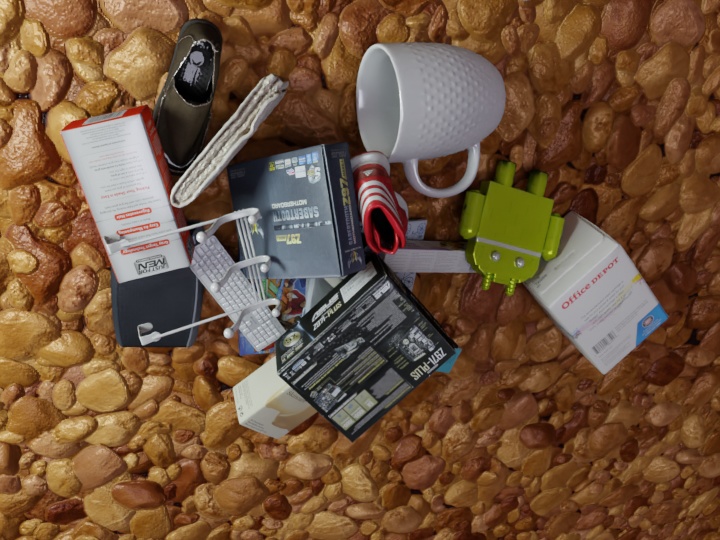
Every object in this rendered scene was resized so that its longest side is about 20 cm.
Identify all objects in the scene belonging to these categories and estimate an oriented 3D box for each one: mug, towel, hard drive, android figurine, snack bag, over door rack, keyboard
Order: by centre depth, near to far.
[{"bbox_3d":[-0.209,0.015,0.786,0.195,0.067,0.151,-12,117,-5],"label":"over door rack"},{"bbox_3d":[-0.163,-0.168,0.795,0.034,0.133,0.200,40,101,-13],"label":"towel"},{"bbox_3d":[0.102,-0.201,0.836,0.172,0.147,0.205,-9,95,-21],"label":"mug"},{"bbox_3d":[-0.295,0.024,0.905,0.132,0.042,0.204,2,115,-17],"label":"hard drive"},{"bbox_3d":[-0.183,0.038,0.917,0.056,0.011,0.202,-34,121,-4],"label":"keyboard"},{"bbox_3d":[0.005,0.007,0.972,0.196,0.021,0.192,-2,117,-30],"label":"snack bag"},{"bbox_3d":[0.236,-0.064,0.978,0.178,0.041,0.205,14,91,-18],"label":"android figurine"}]

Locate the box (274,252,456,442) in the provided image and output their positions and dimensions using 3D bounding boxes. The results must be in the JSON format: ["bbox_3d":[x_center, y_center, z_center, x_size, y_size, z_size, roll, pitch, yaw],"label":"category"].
[{"bbox_3d":[0.004,0.108,0.866,0.199,0.086,0.164,-42,113,7],"label":"box"}]

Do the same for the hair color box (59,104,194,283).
[{"bbox_3d":[-0.289,-0.095,0.789,0.099,0.061,0.204,-13,116,-5],"label":"hair color box"}]

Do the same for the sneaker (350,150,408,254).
[{"bbox_3d":[0.027,-0.056,0.829,0.077,0.118,0.200,-14,152,13],"label":"sneaker"}]

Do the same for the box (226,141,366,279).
[{"bbox_3d":[-0.089,-0.072,0.811,0.051,0.197,0.162,-18,103,-46],"label":"box"}]

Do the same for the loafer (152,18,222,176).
[{"bbox_3d":[-0.224,-0.213,0.789,0.071,0.072,0.204,9,114,-20],"label":"loafer"}]

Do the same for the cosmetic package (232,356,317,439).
[{"bbox_3d":[-0.097,0.179,0.993,0.199,0.072,0.105,-38,138,16],"label":"cosmetic package"}]

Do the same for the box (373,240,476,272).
[{"bbox_3d":[0.111,-0.022,0.978,0.196,0.039,0.042,-1,116,-30],"label":"box"}]

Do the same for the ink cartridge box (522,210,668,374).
[{"bbox_3d":[0.382,0.035,1.046,0.147,0.145,0.200,-42,120,7],"label":"ink cartridge box"}]

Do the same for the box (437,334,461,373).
[{"bbox_3d":[0.067,0.112,1.004,0.197,0.082,0.050,15,111,-37],"label":"box"}]

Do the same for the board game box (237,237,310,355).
[{"bbox_3d":[-0.123,0.034,0.963,0.132,0.035,0.204,-2,116,-16],"label":"board game box"}]

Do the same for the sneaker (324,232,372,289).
[{"bbox_3d":[0.000,0.000,0.906,0.084,0.075,0.200,-41,124,6],"label":"sneaker"}]
